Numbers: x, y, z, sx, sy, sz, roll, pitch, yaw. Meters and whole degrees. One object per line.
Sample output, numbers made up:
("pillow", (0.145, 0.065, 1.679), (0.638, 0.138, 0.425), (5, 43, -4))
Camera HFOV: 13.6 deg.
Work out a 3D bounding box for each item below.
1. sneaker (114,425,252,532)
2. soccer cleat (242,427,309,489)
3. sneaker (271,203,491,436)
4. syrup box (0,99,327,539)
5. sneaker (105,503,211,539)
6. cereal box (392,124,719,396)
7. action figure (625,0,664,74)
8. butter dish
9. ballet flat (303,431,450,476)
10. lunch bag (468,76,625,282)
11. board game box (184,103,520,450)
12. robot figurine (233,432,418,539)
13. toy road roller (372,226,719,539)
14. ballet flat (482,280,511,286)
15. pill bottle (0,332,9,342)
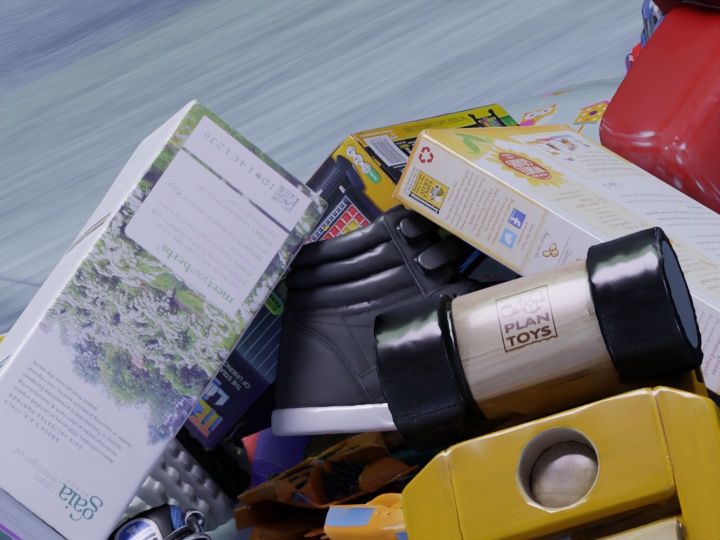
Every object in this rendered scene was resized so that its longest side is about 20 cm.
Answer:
("sneaker", (-0.111, 0.122, 1.455), (0.081, 0.075, 0.200), (-31, 17, 28))
("soccer cleat", (-0.054, 0.074, 1.583), (0.068, 0.074, 0.200), (-21, 14, -4))
("sneaker", (0.055, 0.017, 1.337), (0.199, 0.100, 0.071), (-6, -2, 6))
("syrup box", (-0.106, 0.031, 1.315), (0.200, 0.079, 0.081), (-57, 11, -22))
("sneaker", (-0.078, 0.149, 1.262), (0.078, 0.090, 0.200), (-29, 14, -30))
("cereal box", (0.130, -0.003, 1.332), (0.200, 0.040, 0.144), (33, 19, 26))
("action figure", (0.249, -0.121, 1.961), (0.193, 0.105, 0.201), (-23, 37, 27))
("butter dish", (0.190, -0.037, 1.490), (0.148, 0.199, 0.200), (-46, 14, -2))
("ballet flat", (0.055, 0.060, 1.437), (0.199, 0.073, 0.068), (-13, -20, 38))
("lunch bag", (0.104, -0.032, 1.673), (0.170, 0.123, 0.200), (-18, 7, 13))
("board game box", (0.000, 0.000, 1.491), (0.165, 0.057, 0.200), (-50, -13, 21))
("robot figurine", (0.026, 0.106, 1.340), (0.145, 0.059, 0.199), (-25, 12, -41))
("toy road roller", (0.093, 0.092, 1.157), (0.122, 0.201, 0.146), (-18, -30, 14))
("ballet flat", (0.112, 0.042, 1.470), (0.199, 0.068, 0.068), (-3, -20, 39))
("pill bottle", (-0.173, 0.093, 1.612), (0.112, 0.113, 0.200), (-23, 12, -7))
